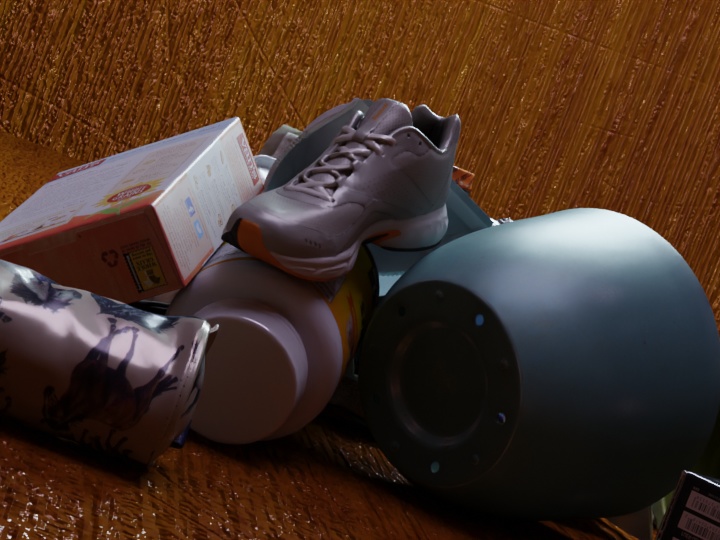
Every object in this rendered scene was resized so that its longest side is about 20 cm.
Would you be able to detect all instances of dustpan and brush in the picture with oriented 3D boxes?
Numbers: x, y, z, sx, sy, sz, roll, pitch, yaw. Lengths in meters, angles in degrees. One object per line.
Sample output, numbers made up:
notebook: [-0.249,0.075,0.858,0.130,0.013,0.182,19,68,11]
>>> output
dustpan and brush: [-0.029,-0.033,1.370,0.140,0.057,0.200,43,-34,-27]

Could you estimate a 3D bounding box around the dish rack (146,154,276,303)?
dish rack: [-0.088,-0.005,1.583,0.044,0.172,0.200,51,15,21]

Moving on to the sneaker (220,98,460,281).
sneaker: [-0.009,-0.056,1.215,0.076,0.092,0.200,26,23,25]

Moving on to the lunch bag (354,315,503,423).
lunch bag: [0.046,0.069,1.584,0.150,0.094,0.200,12,-29,31]

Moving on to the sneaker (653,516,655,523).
sneaker: [0.201,0.137,1.613,0.200,0.076,0.081,43,-23,38]

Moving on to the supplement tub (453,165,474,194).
supplement tub: [0.023,-0.011,1.858,0.122,0.200,0.123,21,4,-2]

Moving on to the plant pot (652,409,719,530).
plant pot: [0.328,0.160,1.389,0.200,0.200,0.190,24,-8,47]

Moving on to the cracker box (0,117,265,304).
cracker box: [-0.149,-0.027,1.264,0.134,0.058,0.200,-16,15,17]

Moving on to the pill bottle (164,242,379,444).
pill bottle: [-0.055,0.033,1.241,0.109,0.109,0.200,21,19,4]

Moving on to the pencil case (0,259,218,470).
pencil case: [-0.173,0.030,1.022,0.200,0.078,0.089,21,24,1]

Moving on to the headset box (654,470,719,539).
headset box: [0.273,0.190,1.083,0.200,0.093,0.174,18,4,-45]

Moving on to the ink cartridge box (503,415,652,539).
ink cartridge box: [0.146,0.087,1.426,0.067,0.200,0.116,-7,9,-15]

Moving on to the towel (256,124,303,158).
towel: [-0.058,-0.029,1.801,0.200,0.193,0.035,23,-14,42]

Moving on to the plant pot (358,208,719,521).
plant pot: [0.095,0.063,1.272,0.200,0.201,0.161,24,18,38]

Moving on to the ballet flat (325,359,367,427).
ballet flat: [-0.004,0.075,1.456,0.200,0.067,0.068,21,3,-4]

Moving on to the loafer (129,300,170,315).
loafer: [-0.149,0.027,1.360,0.200,0.063,0.072,20,5,-11]

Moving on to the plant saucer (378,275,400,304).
plant saucer: [0.000,0.000,1.447,0.200,0.027,0.200,-7,18,2]

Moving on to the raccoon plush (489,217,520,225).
raccoon plush: [0.094,0.028,1.829,0.097,0.134,0.200,16,-16,-1]
